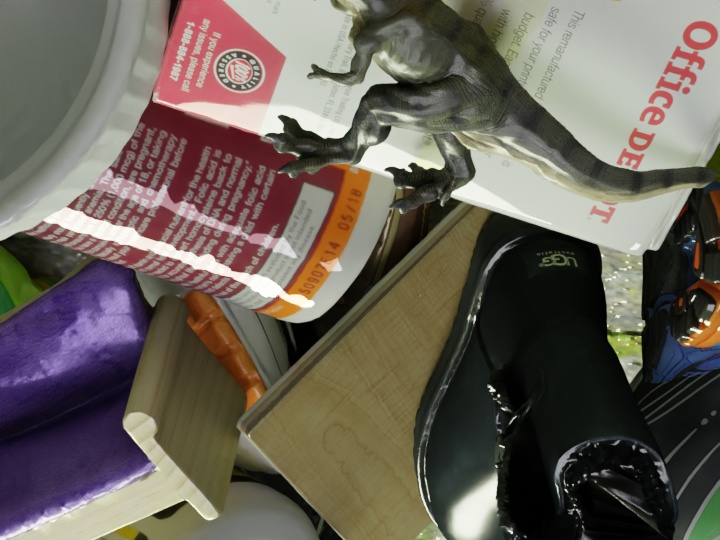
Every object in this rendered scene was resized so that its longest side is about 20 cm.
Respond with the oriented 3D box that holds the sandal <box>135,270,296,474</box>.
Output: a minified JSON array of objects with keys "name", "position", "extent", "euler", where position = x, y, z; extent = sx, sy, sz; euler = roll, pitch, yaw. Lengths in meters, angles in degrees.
[{"name":"sandal","position":[-0.070,-0.002,1.228],"extent":[0.079,0.059,0.208],"euler":[4,128,49]}]

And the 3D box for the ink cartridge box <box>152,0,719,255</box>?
[{"name":"ink cartridge box","position":[0.040,-0.103,1.011],"extent":[0.199,0.084,0.146],"euler":[18,140,-6]}]

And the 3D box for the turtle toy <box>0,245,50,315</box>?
[{"name":"turtle toy","position":[-0.234,0.032,1.289],"extent":[0.199,0.102,0.146],"euler":[-8,146,20]}]

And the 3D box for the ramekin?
[{"name":"ramekin","position":[-0.161,-0.098,0.976],"extent":[0.199,0.202,0.098],"euler":[0,178,9]}]

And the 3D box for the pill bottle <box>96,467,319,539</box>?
[{"name":"pill bottle","position":[-0.119,0.124,1.307],"extent":[0.199,0.113,0.112],"euler":[24,167,43]}]

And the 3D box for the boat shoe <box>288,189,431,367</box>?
[{"name":"boat shoe","position":[0.000,0.001,1.249],"extent":[0.067,0.072,0.201],"euler":[-19,149,-27]}]

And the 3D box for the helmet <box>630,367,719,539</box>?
[{"name":"helmet","position":[0.195,0.107,1.257],"extent":[0.189,0.201,0.200],"euler":[10,149,3]}]

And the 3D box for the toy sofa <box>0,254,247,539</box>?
[{"name":"toy sofa","position":[-0.155,0.082,1.193],"extent":[0.199,0.083,0.098],"euler":[-25,119,24]}]

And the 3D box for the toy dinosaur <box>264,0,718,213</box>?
[{"name":"toy dinosaur","position":[0.025,-0.056,0.971],"extent":[0.199,0.048,0.088],"euler":[34,129,-27]}]

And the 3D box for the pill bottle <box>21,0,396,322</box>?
[{"name":"pill bottle","position":[-0.092,-0.061,1.106],"extent":[0.199,0.115,0.114],"euler":[19,146,-22]}]

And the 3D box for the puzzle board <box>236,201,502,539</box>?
[{"name":"puzzle board","position":[0.029,0.050,1.254],"extent":[0.151,0.017,0.200],"euler":[-45,152,-5]}]

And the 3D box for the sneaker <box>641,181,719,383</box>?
[{"name":"sneaker","position":[0.154,0.009,1.095],"extent":[0.078,0.076,0.200],"euler":[3,178,-3]}]

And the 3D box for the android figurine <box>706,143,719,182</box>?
[{"name":"android figurine","position":[0.160,-0.065,1.134],"extent":[0.199,0.041,0.182],"euler":[21,145,-21]}]

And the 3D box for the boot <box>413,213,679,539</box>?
[{"name":"boot","position":[0.075,0.096,1.174],"extent":[0.076,0.169,0.201],"euler":[1,131,-10]}]

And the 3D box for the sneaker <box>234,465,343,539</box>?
[{"name":"sneaker","position":[-0.061,0.121,1.448],"extent":[0.079,0.074,0.200],"euler":[-12,140,42]}]
